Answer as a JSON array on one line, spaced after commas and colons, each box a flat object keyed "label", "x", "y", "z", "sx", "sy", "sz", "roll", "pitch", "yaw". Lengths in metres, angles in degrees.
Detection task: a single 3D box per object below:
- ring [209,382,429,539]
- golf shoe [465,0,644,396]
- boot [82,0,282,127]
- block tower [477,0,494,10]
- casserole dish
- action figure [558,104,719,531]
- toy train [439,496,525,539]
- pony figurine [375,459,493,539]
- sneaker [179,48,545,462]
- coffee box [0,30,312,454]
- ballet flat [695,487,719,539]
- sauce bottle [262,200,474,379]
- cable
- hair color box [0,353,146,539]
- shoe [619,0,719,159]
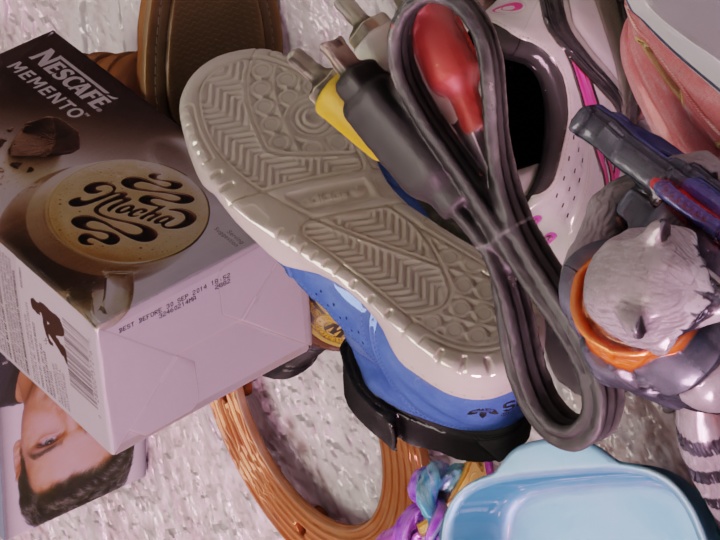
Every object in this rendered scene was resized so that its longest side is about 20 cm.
[{"label": "ring", "x": -0.022, "y": 0.067, "z": 1.474, "sx": 0.200, "sy": 0.019, "sz": 0.201, "roll": 38, "pitch": 141, "yaw": 40}, {"label": "golf shoe", "x": 0.077, "y": -0.031, "z": 1.176, "sx": 0.073, "sy": 0.092, "sz": 0.200, "roll": 27, "pitch": 133, "yaw": 45}, {"label": "boot", "x": -0.102, "y": -0.092, "z": 1.447, "sx": 0.155, "sy": 0.077, "sz": 0.200, "roll": 32, "pitch": 135, "yaw": 54}, {"label": "block tower", "x": 0.057, "y": -0.191, "z": 1.135, "sx": 0.058, "sy": 0.054, "sz": 0.200, "roll": 38, "pitch": 140, "yaw": 39}, {"label": "casserole dish", "x": 0.100, "y": 0.160, "z": 1.153, "sx": 0.121, "sy": 0.039, "sz": 0.200, "roll": -7, "pitch": 95, "yaw": 32}, {"label": "action figure", "x": 0.140, "y": 0.039, "z": 1.029, "sx": 0.200, "sy": 0.105, "sz": 0.193, "roll": 39, "pitch": 180, "yaw": 37}, {"label": "toy train", "x": 0.076, "y": 0.190, "z": 1.227, "sx": 0.085, "sy": 0.116, "sz": 0.200, "roll": 4, "pitch": 81, "yaw": 58}, {"label": "pony figurine", "x": 0.027, "y": 0.192, "z": 1.365, "sx": 0.193, "sy": 0.167, "sz": 0.200, "roll": -23, "pitch": 87, "yaw": 21}, {"label": "sneaker", "x": -0.001, "y": 0.001, "z": 1.214, "sx": 0.200, "sy": 0.077, "sz": 0.111, "roll": 41, "pitch": 158, "yaw": 24}, {"label": "coffee box", "x": -0.127, "y": -0.017, "z": 1.340, "sx": 0.200, "sy": 0.113, "sz": 0.080, "roll": 38, "pitch": 144, "yaw": 39}, {"label": "ballet flat", "x": 0.186, "y": 0.167, "z": 1.149, "sx": 0.068, "sy": 0.068, "sz": 0.200, "roll": -24, "pitch": 79, "yaw": 61}, {"label": "sauce bottle", "x": 0.004, "y": -0.001, "z": 1.328, "sx": 0.065, "sy": 0.065, "sz": 0.200, "roll": 62, "pitch": 146, "yaw": 9}, {"label": "cable", "x": 0.052, "y": -0.032, "z": 1.106, "sx": 0.200, "sy": 0.050, "sz": 0.097, "roll": 52, "pitch": 129, "yaw": 6}, {"label": "hair color box", "x": -0.175, "y": 0.042, "z": 1.621, "sx": 0.061, "sy": 0.099, "sz": 0.200, "roll": 39, "pitch": 140, "yaw": 38}, {"label": "shoe", "x": 0.171, "y": -0.045, "z": 1.046, "sx": 0.200, "sy": 0.071, "sz": 0.091, "roll": 44, "pitch": 168, "yaw": 13}]
